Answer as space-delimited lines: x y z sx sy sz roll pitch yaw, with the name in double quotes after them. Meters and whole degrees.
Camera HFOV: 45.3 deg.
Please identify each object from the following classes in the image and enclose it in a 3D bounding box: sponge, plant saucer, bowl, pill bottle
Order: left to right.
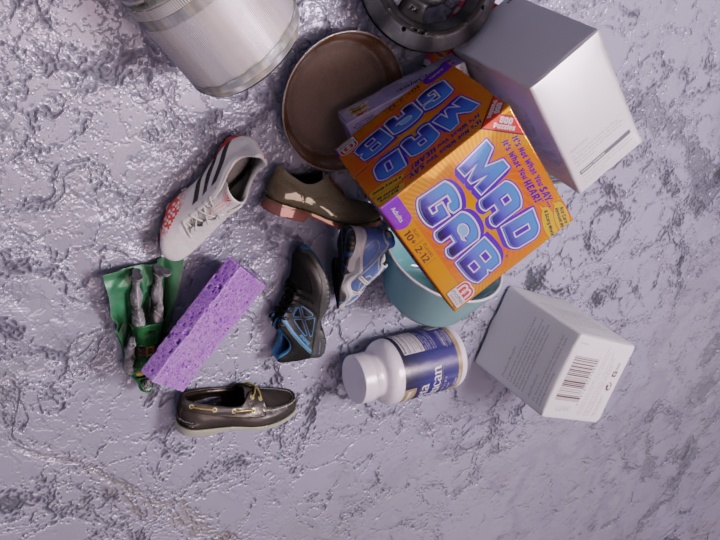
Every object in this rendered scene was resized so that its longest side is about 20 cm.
-0.221 0.079 1.231 0.201 0.030 0.112 -52 162 -5 "sponge"
-0.027 -0.241 1.225 0.199 0.032 0.202 -16 124 -26 "plant saucer"
0.073 0.165 1.466 0.198 0.111 0.112 -10 121 -29 "pill bottle"
0.116 0.012 1.378 0.199 0.202 0.106 -5 137 -32 "bowl"

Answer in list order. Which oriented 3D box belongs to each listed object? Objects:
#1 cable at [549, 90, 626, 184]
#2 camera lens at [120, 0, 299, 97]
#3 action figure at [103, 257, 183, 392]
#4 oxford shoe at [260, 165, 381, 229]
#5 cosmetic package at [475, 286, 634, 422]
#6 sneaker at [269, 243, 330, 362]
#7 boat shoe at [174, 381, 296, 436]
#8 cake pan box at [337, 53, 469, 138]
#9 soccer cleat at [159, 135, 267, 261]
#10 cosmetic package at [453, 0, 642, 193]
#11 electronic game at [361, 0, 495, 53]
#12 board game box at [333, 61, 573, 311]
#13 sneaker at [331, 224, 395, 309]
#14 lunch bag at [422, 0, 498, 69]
0.318 -0.231 1.353 0.200 0.200 0.069 -46 126 2 "cable"
-0.177 -0.315 0.996 0.160 0.160 0.200 -46 131 -4 "camera lens"
-0.300 0.087 1.212 0.117 0.055 0.202 -12 125 -32 "action figure"
-0.046 -0.106 1.263 0.199 0.071 0.074 6 109 -36 "oxford shoe"
0.354 0.154 1.591 0.164 0.200 0.166 12 108 -37 "cosmetic package"
-0.095 0.057 1.318 0.081 0.073 0.202 -14 121 -26 "sneaker"
-0.187 0.208 1.340 0.199 0.072 0.061 -6 122 -29 "boat shoe"
0.090 -0.189 1.251 0.199 0.052 0.185 -27 126 -5 "cake pan box"
-0.198 -0.092 1.156 0.201 0.085 0.068 -52 131 1 "soccer cleat"
0.256 -0.247 1.198 0.123 0.199 0.200 -39 128 -2 "cosmetic package"
0.092 -0.397 1.169 0.198 0.042 0.202 -1 95 -12 "electronic game"
0.120 -0.116 1.154 0.199 0.200 0.200 -37 123 3 "board game box"
0.000 0.000 1.300 0.076 0.076 0.200 -5 155 -14 "sneaker"
0.190 -0.297 1.314 0.199 0.082 0.177 26 102 -38 "lunch bag"
